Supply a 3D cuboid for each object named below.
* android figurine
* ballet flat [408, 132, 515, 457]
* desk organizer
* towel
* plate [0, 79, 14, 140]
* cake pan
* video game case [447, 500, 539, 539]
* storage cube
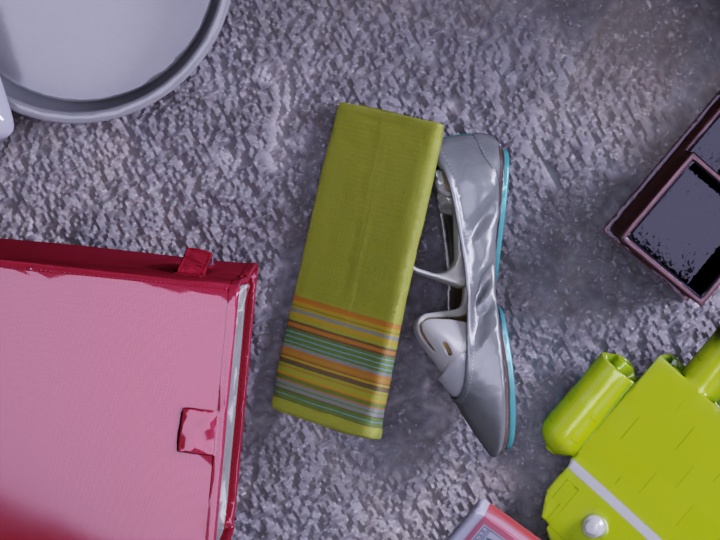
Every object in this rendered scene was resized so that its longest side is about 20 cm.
[{"bbox_3d":[0.193,0.138,1.479,0.182,0.041,0.200,44,103,15],"label":"android figurine"},{"bbox_3d":[0.060,0.015,1.482,0.063,0.067,0.201,-1,88,-11],"label":"ballet flat"},{"bbox_3d":[0.243,-0.076,1.467,0.072,0.077,0.200,40,94,-2],"label":"desk organizer"},{"bbox_3d":[0.000,0.000,1.485,0.086,0.018,0.201,16,95,37],"label":"towel"},{"bbox_3d":[-0.332,-0.150,1.471,0.199,0.032,0.201,-15,93,16],"label":"plate"},{"bbox_3d":[-0.176,-0.192,1.484,0.199,0.037,0.201,0,95,0],"label":"cake pan"},{"bbox_3d":[0.117,0.249,1.486,0.200,0.017,0.143,36,120,-1],"label":"video game case"},{"bbox_3d":[-0.162,0.080,1.438,0.179,0.171,0.201,6,95,1],"label":"storage cube"}]
